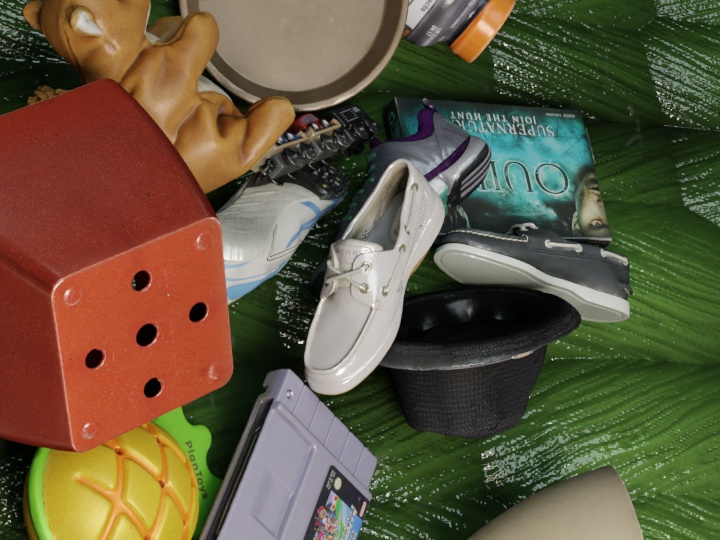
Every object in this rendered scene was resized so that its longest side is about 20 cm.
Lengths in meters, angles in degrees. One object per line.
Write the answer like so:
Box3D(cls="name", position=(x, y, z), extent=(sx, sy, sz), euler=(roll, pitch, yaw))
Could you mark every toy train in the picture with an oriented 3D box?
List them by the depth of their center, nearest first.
Box3D(cls="toy train", position=(-0.039, -0.109, 1.528), extent=(0.046, 0.034, 0.200), euler=(49, 27, 5))

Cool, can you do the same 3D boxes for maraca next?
Box3D(cls="maraca", position=(-0.164, 0.160, 1.331), extent=(0.199, 0.106, 0.138), euler=(-15, 88, -56))

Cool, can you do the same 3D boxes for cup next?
Box3D(cls="cup", position=(0.139, 0.259, 1.405), extent=(0.142, 0.201, 0.202), euler=(-9, 67, -3))

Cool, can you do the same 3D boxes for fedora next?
Box3D(cls="fedora", position=(0.086, 0.078, 1.496), extent=(0.199, 0.200, 0.092), euler=(-12, 107, -32))

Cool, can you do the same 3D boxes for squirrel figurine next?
Box3D(cls="squirrel figurine", position=(-0.189, -0.129, 1.419), extent=(0.200, 0.141, 0.187), euler=(-49, 127, -10))

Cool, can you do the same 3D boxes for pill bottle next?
Box3D(cls="pill bottle", position=(0.042, -0.273, 1.657), extent=(0.199, 0.106, 0.107), euler=(37, 54, -8))

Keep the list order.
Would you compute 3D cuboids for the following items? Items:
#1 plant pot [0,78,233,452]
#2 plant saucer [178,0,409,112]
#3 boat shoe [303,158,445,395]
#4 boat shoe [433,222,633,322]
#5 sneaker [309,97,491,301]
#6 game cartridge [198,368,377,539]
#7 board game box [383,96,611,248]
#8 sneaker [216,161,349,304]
Box3D(cls="plant pot", position=(-0.194, 0.011, 1.283), extent=(0.199, 0.201, 0.176), euler=(-25, 37, -33))
Box3D(cls="plant saucer", position=(-0.057, -0.236, 1.578), extent=(0.198, 0.029, 0.202), euler=(-1, 93, -9))
Box3D(cls="boat shoe", position=(0.000, 0.000, 1.431), extent=(0.069, 0.070, 0.201), euler=(58, 47, -46))
Box3D(cls="boat shoe", position=(0.150, -0.008, 1.599), extent=(0.199, 0.075, 0.061), euler=(20, 68, -32))
Box3D(cls="sneaker", position=(0.016, -0.057, 1.550), extent=(0.087, 0.075, 0.200), euler=(42, 69, 18))
Box3D(cls="game cartridge", position=(-0.055, 0.191, 1.383), extent=(0.130, 0.038, 0.201), euler=(44, 50, -31))
Box3D(cls="board game box", position=(0.123, -0.084, 1.651), extent=(0.198, 0.028, 0.136), euler=(1, 65, -27))
Box3D(cls="sneaker", position=(-0.076, -0.037, 1.506), extent=(0.072, 0.073, 0.200), euler=(33, 39, 12))
